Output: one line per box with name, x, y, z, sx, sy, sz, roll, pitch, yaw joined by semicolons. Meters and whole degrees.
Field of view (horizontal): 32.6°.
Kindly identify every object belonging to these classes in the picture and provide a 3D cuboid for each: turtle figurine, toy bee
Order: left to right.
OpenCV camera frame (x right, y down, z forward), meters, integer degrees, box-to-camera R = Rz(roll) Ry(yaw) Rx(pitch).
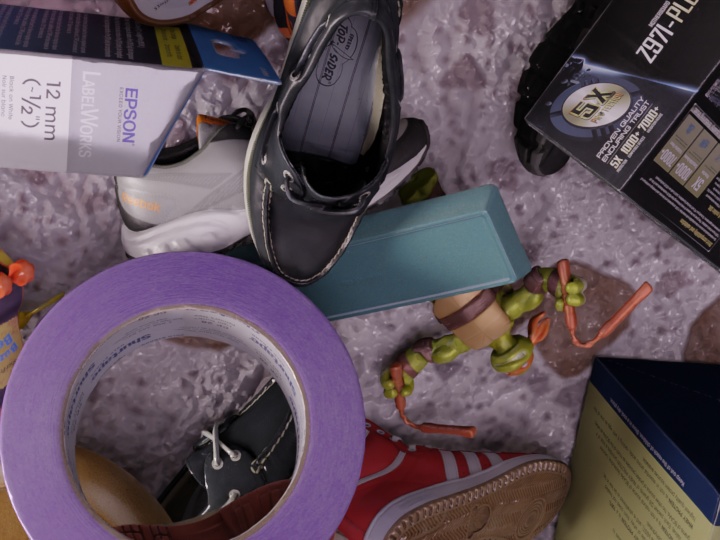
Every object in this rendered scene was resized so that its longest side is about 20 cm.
toy bee;-0.230;0.029;0.708;0.108;0.131;0.201;2;137;34
turtle figurine;0.073;0.011;0.797;0.199;0.065;0.161;-32;108;30

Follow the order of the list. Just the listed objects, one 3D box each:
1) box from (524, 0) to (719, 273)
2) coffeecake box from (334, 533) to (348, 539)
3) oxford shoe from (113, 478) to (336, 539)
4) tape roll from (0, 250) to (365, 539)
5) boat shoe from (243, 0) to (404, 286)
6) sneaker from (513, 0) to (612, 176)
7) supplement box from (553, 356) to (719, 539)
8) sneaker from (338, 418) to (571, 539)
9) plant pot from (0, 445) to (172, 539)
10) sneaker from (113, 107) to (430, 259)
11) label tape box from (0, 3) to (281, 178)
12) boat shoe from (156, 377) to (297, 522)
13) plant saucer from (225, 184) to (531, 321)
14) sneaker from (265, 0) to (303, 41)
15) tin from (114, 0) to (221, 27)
box;0.219;-0.099;0.738;0.199;0.086;0.164;25;105;-49
coffeecake box;-0.026;0.273;0.866;0.199;0.073;0.154;30;110;-21
oxford shoe;-0.110;0.185;0.743;0.198;0.074;0.071;-14;74;-10
tape roll;-0.099;0.094;0.699;0.198;0.066;0.202;2;73;-7
boat shoe;-0.017;-0.065;0.660;0.074;0.066;0.200;12;121;-16
sneaker;0.161;-0.145;0.757;0.079;0.075;0.201;19;106;-20
supplement box;0.233;0.192;0.831;0.133;0.200;0.202;5;109;-13
sneaker;0.052;0.147;0.856;0.199;0.112;0.072;-3;112;-44
plant pot;-0.208;0.206;0.799;0.198;0.028;0.202;3;108;8
sneaker;-0.053;-0.063;0.744;0.198;0.074;0.080;-15;108;-6
label tape box;-0.152;-0.099;0.668;0.198;0.143;0.067;5;109;-14
boat shoe;-0.090;0.139;0.810;0.060;0.076;0.201;27;102;-26
plant saucer;0.000;0.000;0.753;0.198;0.019;0.070;-12;128;23
sneaker;0.004;-0.214;0.675;0.077;0.112;0.202;10;108;-16
tin;-0.099;-0.196;0.628;0.112;0.200;0.042;-33;72;-4
